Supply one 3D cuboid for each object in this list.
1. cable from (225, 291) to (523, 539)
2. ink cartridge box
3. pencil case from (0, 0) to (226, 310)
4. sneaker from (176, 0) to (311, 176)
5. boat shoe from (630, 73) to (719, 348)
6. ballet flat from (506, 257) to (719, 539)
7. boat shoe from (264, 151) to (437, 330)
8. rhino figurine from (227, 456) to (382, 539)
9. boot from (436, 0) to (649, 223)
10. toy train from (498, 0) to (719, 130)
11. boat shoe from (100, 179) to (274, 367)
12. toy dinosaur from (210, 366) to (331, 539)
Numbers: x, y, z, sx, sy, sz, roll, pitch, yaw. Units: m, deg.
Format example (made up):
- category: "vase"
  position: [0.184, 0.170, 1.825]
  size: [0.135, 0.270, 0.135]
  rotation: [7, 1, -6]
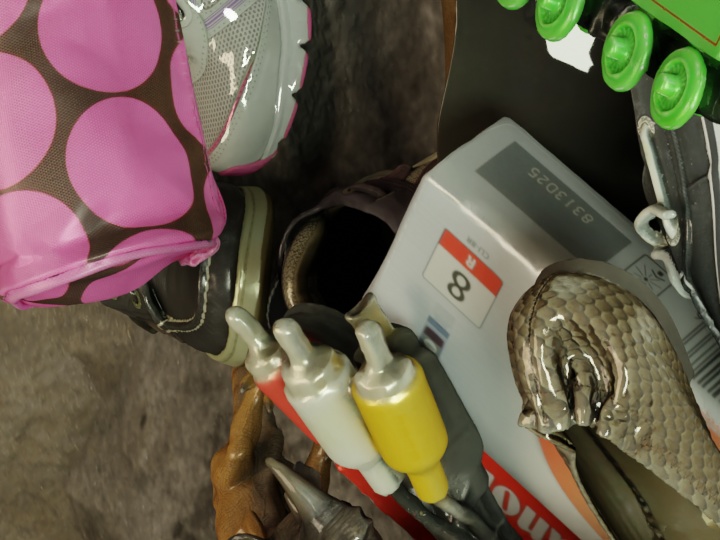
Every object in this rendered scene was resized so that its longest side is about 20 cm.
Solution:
- category: "cable"
  position: [0.021, 0.082, 0.965]
  size: [0.097, 0.050, 0.200]
  rotation: [10, 135, 52]
- category: "ink cartridge box"
  position: [0.061, 0.068, 0.968]
  size: [0.162, 0.050, 0.200]
  rotation: [42, 138, 14]
- category: "pencil case"
  position: [-0.104, -0.088, 1.070]
  size: [0.091, 0.094, 0.200]
  rotation: [-24, 76, 64]
- category: "sneaker"
  position: [-0.083, -0.131, 1.161]
  size: [0.081, 0.088, 0.200]
  rotation: [-23, 81, 62]
- category: "boat shoe"
  position: [0.113, -0.024, 0.862]
  size: [0.068, 0.074, 0.199]
  rotation: [-27, 77, 57]
- category: "ballet flat"
  position: [0.099, 0.082, 0.858]
  size: [0.067, 0.046, 0.200]
  rotation: [-10, 125, 38]
- category: "boat shoe"
  position: [0.000, 0.000, 1.089]
  size: [0.200, 0.065, 0.072]
  rotation: [-28, 80, 62]
- category: "rhino figurine"
  position: [0.014, 0.135, 1.058]
  size: [0.087, 0.060, 0.200]
  rotation: [23, 154, 52]
- category: "boot"
  position: [0.056, -0.082, 0.977]
  size: [0.075, 0.074, 0.200]
  rotation: [-92, -6, -71]
- category: "toy train"
  position: [0.071, -0.090, 0.836]
  size: [0.056, 0.042, 0.200]
  rotation: [-68, 29, 15]
- category: "boat shoe"
  position: [-0.078, -0.006, 1.172]
  size: [0.201, 0.066, 0.072]
  rotation: [-147, 66, -77]
- category: "toy dinosaur"
  position: [-0.041, 0.076, 1.146]
  size: [0.106, 0.060, 0.200]
  rotation: [-55, 28, 41]
